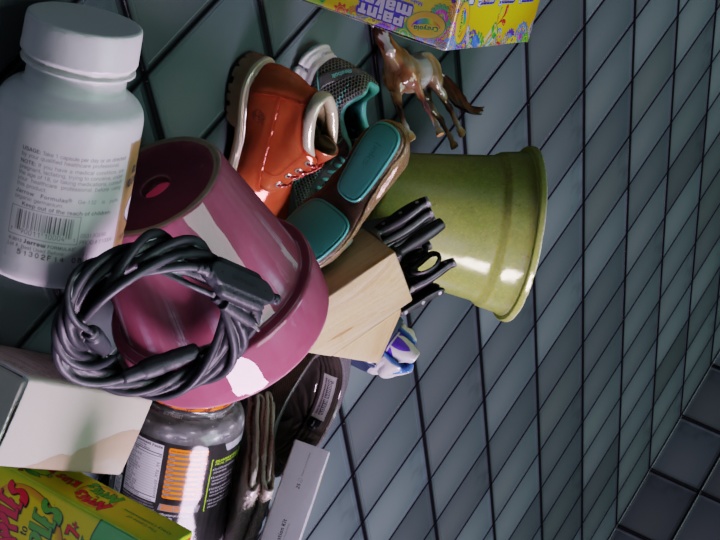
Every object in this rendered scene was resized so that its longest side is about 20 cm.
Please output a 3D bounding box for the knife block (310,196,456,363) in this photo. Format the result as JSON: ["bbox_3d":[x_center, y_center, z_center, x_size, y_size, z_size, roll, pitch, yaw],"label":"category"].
[{"bbox_3d":[0.000,0.000,1.647,0.199,0.064,0.176,11,107,-40],"label":"knife block"}]

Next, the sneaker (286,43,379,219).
[{"bbox_3d":[-0.034,-0.125,1.654,0.077,0.091,0.201,-30,137,-52],"label":"sneaker"}]

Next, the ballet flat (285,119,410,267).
[{"bbox_3d":[-0.016,-0.064,1.620,0.200,0.068,0.072,-53,158,4],"label":"ballet flat"}]

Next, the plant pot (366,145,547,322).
[{"bbox_3d":[0.092,-0.055,1.820,0.200,0.183,0.202,-172,-90,-80],"label":"plant pot"}]

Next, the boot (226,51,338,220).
[{"bbox_3d":[-0.073,-0.105,1.574,0.075,0.107,0.201,-47,151,-42],"label":"boot"}]

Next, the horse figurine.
[{"bbox_3d":[0.069,-0.204,1.802,0.050,0.133,0.200,-28,169,24],"label":"horse figurine"}]

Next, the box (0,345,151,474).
[{"bbox_3d":[-0.273,0.117,1.370,0.200,0.095,0.078,22,92,-64],"label":"box"}]

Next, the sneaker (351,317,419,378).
[{"bbox_3d":[0.004,0.048,1.814,0.081,0.146,0.200,-55,154,-24],"label":"sneaker"}]

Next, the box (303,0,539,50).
[{"bbox_3d":[0.053,-0.299,1.547,0.192,0.199,0.123,-20,129,-60],"label":"box"}]

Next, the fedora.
[{"bbox_3d":[-0.087,0.133,1.768,0.177,0.090,0.200,-60,161,-11],"label":"fedora"}]

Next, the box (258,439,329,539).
[{"bbox_3d":[-0.079,0.263,1.637,0.200,0.041,0.157,114,-4,-76],"label":"box"}]

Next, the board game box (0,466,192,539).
[{"bbox_3d":[-0.245,0.233,1.396,0.048,0.199,0.102,-25,133,-56],"label":"board game box"}]

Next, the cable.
[{"bbox_3d":[-0.169,0.039,1.291,0.163,0.051,0.200,-39,145,23],"label":"cable"}]

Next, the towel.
[{"bbox_3d":[-0.120,0.228,1.643,0.133,0.034,0.201,-91,-165,-46],"label":"towel"}]

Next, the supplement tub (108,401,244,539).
[{"bbox_3d":[-0.181,0.185,1.583,0.122,0.122,0.201,-25,133,-56],"label":"supplement tub"}]

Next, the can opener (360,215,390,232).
[{"bbox_3d":[-0.041,-0.022,1.688,0.199,0.066,0.053,-12,114,-30],"label":"can opener"}]

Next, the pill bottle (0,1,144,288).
[{"bbox_3d":[-0.228,-0.098,1.249,0.114,0.114,0.201,-22,130,-57],"label":"pill bottle"}]

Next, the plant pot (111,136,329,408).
[{"bbox_3d":[-0.147,-0.009,1.424,0.200,0.199,0.179,-52,136,-29],"label":"plant pot"}]
